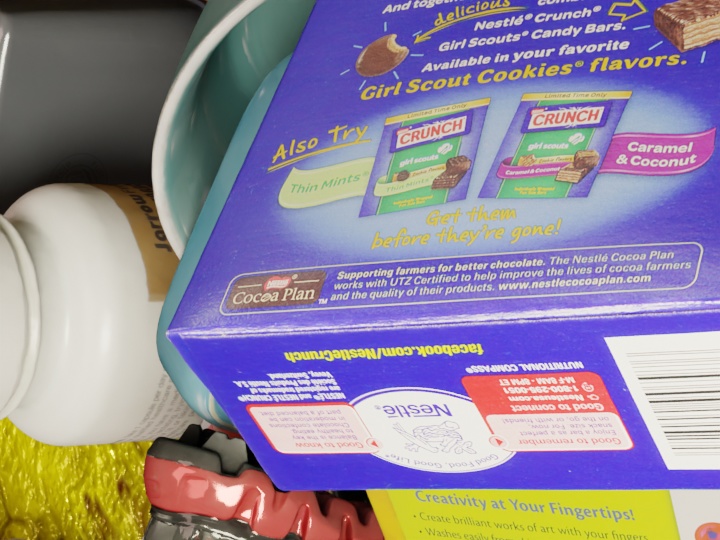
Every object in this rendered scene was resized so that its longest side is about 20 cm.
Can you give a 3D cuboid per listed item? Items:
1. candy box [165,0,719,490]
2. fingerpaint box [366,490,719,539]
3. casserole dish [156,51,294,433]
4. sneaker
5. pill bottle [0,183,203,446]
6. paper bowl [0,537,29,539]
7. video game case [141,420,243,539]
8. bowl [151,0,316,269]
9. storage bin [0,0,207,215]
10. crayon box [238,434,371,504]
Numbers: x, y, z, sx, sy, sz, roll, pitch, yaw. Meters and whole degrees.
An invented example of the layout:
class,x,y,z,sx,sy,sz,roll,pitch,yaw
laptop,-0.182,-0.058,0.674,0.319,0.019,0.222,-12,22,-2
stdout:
class,x,y,z,sx,sy,sz,roll,pitch,yaw
candy box,0.062,-0.039,0.576,0.168,0.077,0.201,-3,47,30
fingerpaint box,0.102,0.065,0.643,0.199,0.073,0.168,0,123,37
casserole dish,0.000,0.000,0.758,0.039,0.120,0.201,-104,32,-46
sneaker,0.003,0.130,0.786,0.071,0.199,0.099,176,112,-75
pill bottle,-0.108,0.019,0.920,0.114,0.199,0.116,1,91,51
paper bowl,-0.184,0.243,1.099,0.200,0.104,0.203,0,90,53
video game case,-0.053,0.184,0.892,0.143,0.017,0.201,-60,42,45
bowl,0.018,-0.074,0.791,0.201,0.199,0.106,-58,28,34
storage bin,-0.153,-0.058,1.031,0.145,0.133,0.202,29,112,48
crayon box,-0.031,0.132,0.920,0.200,0.050,0.128,-32,64,60
